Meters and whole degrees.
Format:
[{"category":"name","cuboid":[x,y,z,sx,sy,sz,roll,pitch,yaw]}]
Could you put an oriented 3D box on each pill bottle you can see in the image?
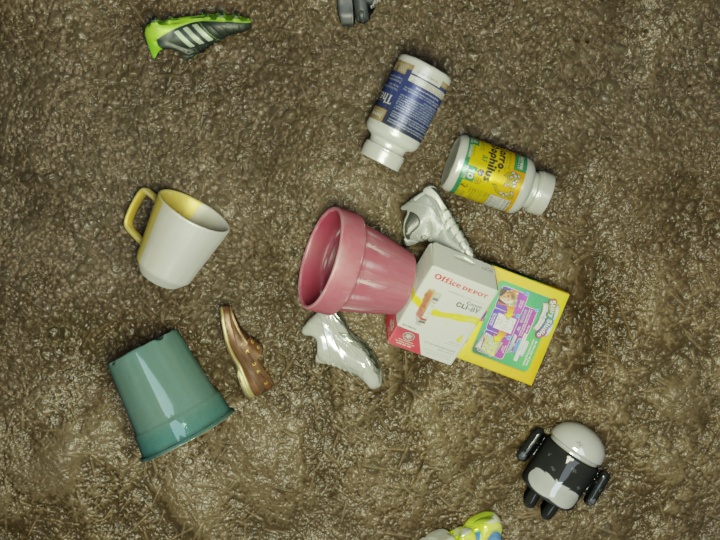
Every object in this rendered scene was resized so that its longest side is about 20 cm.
[{"category":"pill bottle","cuboid":[0.079,-0.294,1.685,0.110,0.111,0.201,26,97,-7]},{"category":"pill bottle","cuboid":[0.265,-0.177,1.713,0.199,0.113,0.113,19,98,-6]}]

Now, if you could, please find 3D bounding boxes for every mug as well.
[{"category":"mug","cuboid":[-0.356,-0.059,1.707,0.149,0.187,0.154,19,110,-38]}]

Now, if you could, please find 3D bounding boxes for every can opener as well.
[{"category":"can opener","cuboid":[-0.005,-0.558,1.662,0.078,0.063,0.201,-1,100,-2]}]

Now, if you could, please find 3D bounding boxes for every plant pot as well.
[{"category":"plant pot","cuboid":[0.000,0.000,1.699,0.178,0.200,0.201,18,98,-21]},{"category":"plant pot","cuboid":[-0.376,0.232,1.716,0.199,0.200,0.197,-28,92,2]}]

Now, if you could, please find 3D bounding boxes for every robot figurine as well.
[{"category":"robot figurine","cuboid":[0.408,0.402,1.812,0.150,0.125,0.201,28,97,-31]}]

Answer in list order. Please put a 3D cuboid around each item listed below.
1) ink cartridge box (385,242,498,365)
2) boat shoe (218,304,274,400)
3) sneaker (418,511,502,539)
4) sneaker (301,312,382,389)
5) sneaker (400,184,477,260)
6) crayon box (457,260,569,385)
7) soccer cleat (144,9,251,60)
[{"category":"ink cartridge box","cuboid":[0.154,0.066,1.718,0.144,0.084,0.201,20,121,-13]},{"category":"boat shoe","cuboid":[-0.227,0.155,1.767,0.067,0.072,0.201,-19,106,-5]},{"category":"sneaker","cuboid":[0.209,0.583,1.853,0.199,0.076,0.106,-22,100,0]},{"category":"sneaker","cuboid":[-0.039,0.165,1.780,0.099,0.078,0.200,-39,90,10]},{"category":"sneaker","cuboid":[0.145,-0.057,1.754,0.115,0.075,0.201,-30,89,7]},{"category":"crayon box","cuboid":[0.298,0.105,1.789,0.172,0.058,0.201,20,98,-7]},{"category":"soccer cleat","cuboid":[-0.301,-0.439,1.672,0.199,0.068,0.082,-5,117,-1]}]
